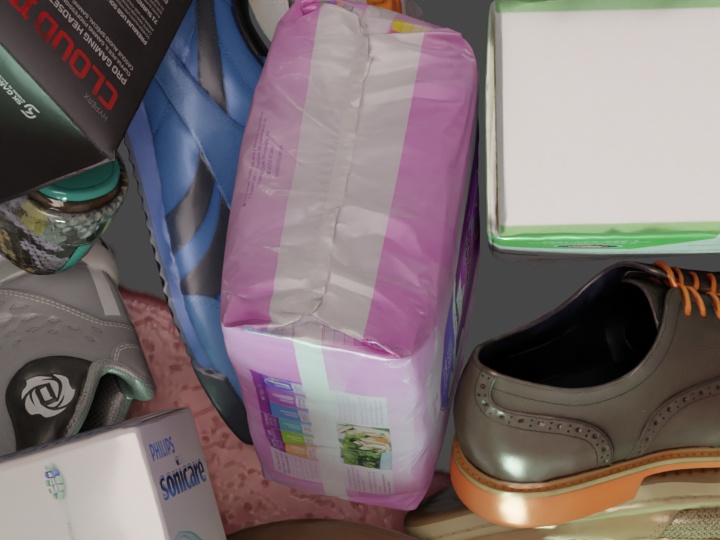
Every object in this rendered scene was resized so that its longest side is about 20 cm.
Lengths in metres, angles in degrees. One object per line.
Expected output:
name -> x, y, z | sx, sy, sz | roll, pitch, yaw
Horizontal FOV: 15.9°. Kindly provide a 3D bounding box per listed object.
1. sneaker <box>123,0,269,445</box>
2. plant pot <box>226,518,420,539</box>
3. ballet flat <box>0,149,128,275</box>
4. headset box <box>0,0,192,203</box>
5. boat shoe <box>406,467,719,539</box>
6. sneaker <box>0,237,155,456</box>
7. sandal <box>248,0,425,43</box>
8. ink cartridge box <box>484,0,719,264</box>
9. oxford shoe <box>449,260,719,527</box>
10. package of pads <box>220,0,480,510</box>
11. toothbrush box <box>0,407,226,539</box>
sneaker -> -0.046, -0.035, 1.003 | 0.078, 0.066, 0.201 | -15, 90, 4
plant pot -> -0.018, 0.203, 0.964 | 0.200, 0.093, 0.202 | 5, 110, 14
ballet flat -> -0.157, -0.075, 0.998 | 0.072, 0.072, 0.201 | -36, 63, 3
headset box -> -0.129, -0.133, 0.900 | 0.077, 0.201, 0.149 | -17, 127, 38
boat shoe -> 0.118, 0.103, 0.992 | 0.199, 0.071, 0.065 | -7, 98, 4
sneaker -> -0.167, 0.072, 0.985 | 0.199, 0.075, 0.116 | -33, 56, 3
sandal -> -0.012, -0.098, 0.952 | 0.059, 0.079, 0.207 | -9, 134, 10
ink cartridge box -> 0.116, -0.048, 0.931 | 0.145, 0.200, 0.085 | -2, 88, 2
oxford shoe -> 0.126, 0.029, 0.943 | 0.199, 0.071, 0.073 | -22, 134, -21
package of pads -> 0.000, 0.000, 0.904 | 0.075, 0.200, 0.121 | 11, 72, 7
toothbrush box -> -0.107, 0.162, 0.877 | 0.146, 0.085, 0.201 | -17, 90, 9
